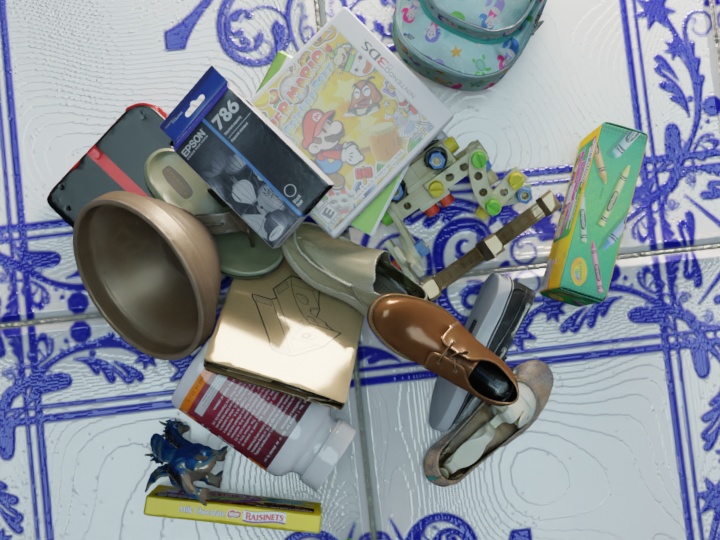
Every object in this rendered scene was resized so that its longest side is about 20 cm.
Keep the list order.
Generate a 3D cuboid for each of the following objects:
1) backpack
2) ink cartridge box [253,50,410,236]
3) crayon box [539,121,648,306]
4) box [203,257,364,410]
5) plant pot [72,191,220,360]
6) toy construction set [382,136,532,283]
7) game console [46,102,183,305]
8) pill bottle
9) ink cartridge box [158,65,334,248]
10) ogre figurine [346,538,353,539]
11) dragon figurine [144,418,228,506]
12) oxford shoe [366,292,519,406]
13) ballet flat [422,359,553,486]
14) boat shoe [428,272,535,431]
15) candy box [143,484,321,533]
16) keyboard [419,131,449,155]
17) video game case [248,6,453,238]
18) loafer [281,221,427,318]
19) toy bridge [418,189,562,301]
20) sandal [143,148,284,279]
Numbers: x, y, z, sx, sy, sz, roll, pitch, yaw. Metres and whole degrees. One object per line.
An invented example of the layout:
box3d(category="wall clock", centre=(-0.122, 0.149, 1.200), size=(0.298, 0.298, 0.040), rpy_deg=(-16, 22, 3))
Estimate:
box3d(category="backpack", centre=(0.131, -0.321, 1.414), size=(0.176, 0.151, 0.202), rpy_deg=(25, 90, -2))
box3d(category="ink cartridge box", centre=(-0.043, -0.144, 1.420), size=(0.199, 0.076, 0.149), rpy_deg=(28, 85, 1))
box3d(category="crayon box", centre=(0.273, -0.063, 1.409), size=(0.058, 0.119, 0.202), rpy_deg=(16, 85, -1))
box3d(category="box", centre=(-0.077, 0.057, 1.372), size=(0.162, 0.021, 0.201), rpy_deg=(16, 45, -2))
box3d(category="plant pot", centre=(-0.224, -0.008, 1.351), size=(0.201, 0.201, 0.093), rpy_deg=(49, 48, 2))
box3d(category="toy construction set", centre=(0.099, -0.080, 1.422), size=(0.199, 0.092, 0.132), rpy_deg=(-39, 105, -3))
box3d(category="game console", centre=(-0.250, -0.083, 1.435), size=(0.200, 0.031, 0.177), rpy_deg=(42, 89, 1))
box3d(category="pill bottle", centre=(-0.109, 0.162, 1.378), size=(0.199, 0.113, 0.113), rpy_deg=(35, 85, 1))
box3d(category="ink cartridge box", centre=(-0.133, -0.129, 1.342), size=(0.200, 0.039, 0.100), rpy_deg=(43, 100, 5))
box3d(category="ogre figurine", centre=(-0.010, 0.404, 1.370), size=(0.119, 0.098, 0.202), rpy_deg=(19, 93, -11))
box3d(category="dragon figurine", centre=(-0.208, 0.217, 1.330), size=(0.098, 0.200, 0.060), rpy_deg=(11, 99, 6))
box3d(category="oxford shoe", centre=(0.098, 0.087, 1.328), size=(0.199, 0.071, 0.072), rpy_deg=(30, 91, -13))
box3d(category="ballet flat", centre=(0.158, 0.184, 1.411), size=(0.068, 0.067, 0.200), rpy_deg=(45, 85, 1))
box3d(category="boat shoe", centre=(0.146, 0.105, 1.415), size=(0.068, 0.074, 0.201), rpy_deg=(23, 90, -16))
box3d(category="candy box", centre=(-0.143, 0.273, 1.374), size=(0.197, 0.102, 0.027), rpy_deg=(7, 84, -2))
box3d(category="keyboard", centre=(0.033, -0.203, 1.463), size=(0.056, 0.011, 0.200), rpy_deg=(-44, 89, -5))
box3d(category="video game case", centre=(-0.024, -0.170, 1.372), size=(0.182, 0.023, 0.200), rpy_deg=(45, 86, 4))
box3d(category="loafer", centre=(0.000, 0.000, 1.382), size=(0.199, 0.068, 0.076), rpy_deg=(33, 40, 0))
box3d(category="toy bridge", centre=(0.154, -0.028, 1.426), size=(0.199, 0.067, 0.027), rpy_deg=(-36, 88, -6))
box3d(category="sandal", centre=(-0.173, -0.066, 1.381), size=(0.201, 0.057, 0.080), rpy_deg=(42, 64, 2))
